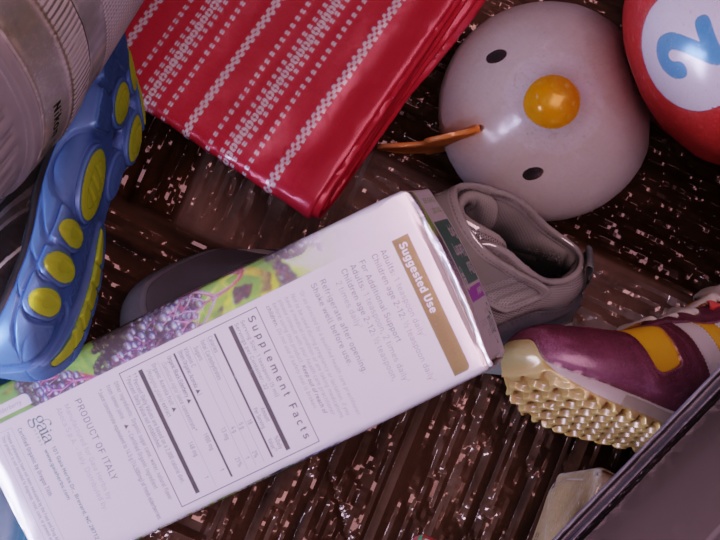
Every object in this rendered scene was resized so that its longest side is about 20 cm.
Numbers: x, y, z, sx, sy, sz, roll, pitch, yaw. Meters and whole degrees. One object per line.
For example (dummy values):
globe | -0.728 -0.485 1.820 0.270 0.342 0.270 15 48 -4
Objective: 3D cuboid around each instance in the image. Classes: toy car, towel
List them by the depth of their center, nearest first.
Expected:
toy car | 0.104 -0.077 1.194 0.199 0.177 0.185 -20 89 1
towel | -0.057 -0.130 1.213 0.199 0.022 0.145 34 81 11

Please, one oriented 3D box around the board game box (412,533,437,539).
board game box | 0.032 0.220 1.137 0.102 0.019 0.201 24 77 -6

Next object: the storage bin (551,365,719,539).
storage bin | 0.153 0.128 1.103 0.135 0.094 0.200 43 78 11

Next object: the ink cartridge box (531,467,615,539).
ink cartridge box | 0.131 0.207 1.209 0.164 0.075 0.201 24 79 -9

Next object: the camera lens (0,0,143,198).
camera lens | -0.156 -0.132 1.053 0.159 0.160 0.201 32 57 -6

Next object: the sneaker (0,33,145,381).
sneaker | -0.136 -0.043 1.122 0.082 0.071 0.200 1 50 14

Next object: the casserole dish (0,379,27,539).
casserole dish | -0.214 0.084 1.177 0.199 0.039 0.122 11 83 -8

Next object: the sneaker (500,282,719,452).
sneaker | 0.146 0.035 1.219 0.199 0.075 0.091 16 77 -32

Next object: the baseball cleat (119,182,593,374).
baseball cleat | 0.000 0.000 1.190 0.199 0.107 0.070 -2 54 -17

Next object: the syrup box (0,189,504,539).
syrup box | -0.047 0.043 1.123 0.199 0.079 0.082 -27 89 8
